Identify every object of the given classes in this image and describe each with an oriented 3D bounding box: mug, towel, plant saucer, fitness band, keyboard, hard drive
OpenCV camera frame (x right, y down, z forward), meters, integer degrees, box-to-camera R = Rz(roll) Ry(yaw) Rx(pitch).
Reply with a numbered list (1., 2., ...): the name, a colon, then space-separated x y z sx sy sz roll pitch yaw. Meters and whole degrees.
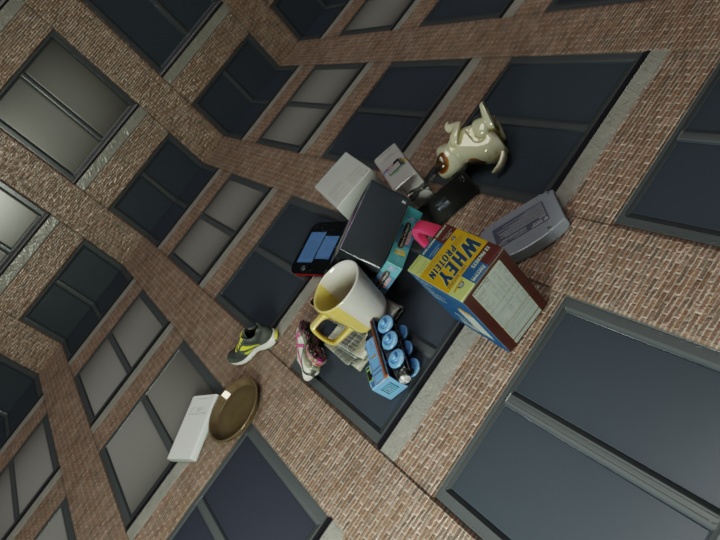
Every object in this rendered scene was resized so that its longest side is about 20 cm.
1. mug: -0.026 0.085 1.553 0.185 0.153 0.151 -29 38 30
2. towel: 0.000 0.148 1.623 0.201 0.034 0.192 -55 35 -8
3. plant saucer: -0.359 0.401 1.782 0.198 0.029 0.202 -30 38 26
4. fitness band: 0.204 -0.060 1.499 0.038 0.143 0.199 -55 35 -8
5. keyboard: 0.205 -0.194 1.657 0.199 0.127 0.021 -41 7 10
6. hard drive: -0.499 0.473 1.870 0.131 0.026 0.202 -14 47 40

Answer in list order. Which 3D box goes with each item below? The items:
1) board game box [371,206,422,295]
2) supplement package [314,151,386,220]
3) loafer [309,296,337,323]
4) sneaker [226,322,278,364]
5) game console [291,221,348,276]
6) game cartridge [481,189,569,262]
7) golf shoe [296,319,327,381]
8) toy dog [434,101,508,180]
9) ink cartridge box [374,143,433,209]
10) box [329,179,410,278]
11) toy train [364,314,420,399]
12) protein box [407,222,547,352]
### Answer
1. board game box: 0.089 -0.047 1.616 0.151 0.046 0.202 -59 7 52
2. supplement package: -0.012 -0.236 1.904 0.152 0.150 0.200 -47 34 2
3. loafer: -0.082 0.101 1.700 0.199 0.062 0.073 -5 57 62
4. sneaker: -0.343 0.215 1.895 0.199 0.085 0.075 -33 36 22
5. game console: -0.128 -0.070 1.980 0.175 0.031 0.202 -1 57 48
6. game cartridge: 0.377 -0.090 1.432 0.199 0.041 0.134 -32 34 23
7. golf shoe: -0.149 0.213 1.690 0.093 0.072 0.201 -57 25 22
8. toy dog: 0.294 -0.323 1.688 0.198 0.139 0.197 -27 76 26
9. ink cartridge box: 0.133 -0.249 1.759 0.084 0.145 0.201 -38 35 10
10. box: 0.021 -0.097 1.607 0.202 0.122 0.198 -66 5 -15
11. toy train: 0.063 0.196 1.456 0.114 0.086 0.201 -40 39 20
12. protein box: 0.245 0.034 1.312 0.135 0.200 0.198 -50 34 -5
